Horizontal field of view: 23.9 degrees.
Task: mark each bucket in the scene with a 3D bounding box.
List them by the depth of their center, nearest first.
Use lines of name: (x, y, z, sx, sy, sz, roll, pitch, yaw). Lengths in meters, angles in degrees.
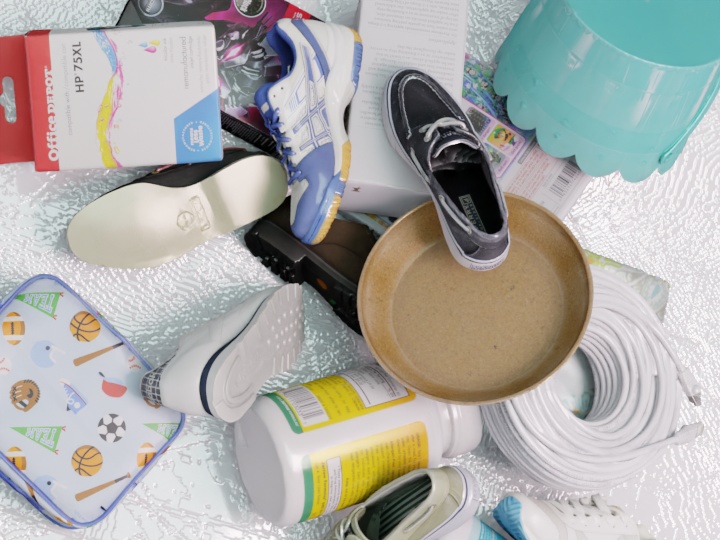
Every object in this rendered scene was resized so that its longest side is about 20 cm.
bucket: (0.235, -0.200, 1.553, 0.205, 0.135, 0.208, 12, 48, -13)

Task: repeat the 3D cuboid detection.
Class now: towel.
towel: (0.185, 0.059, 1.581, 0.199, 0.048, 0.173, 20, 76, -14)

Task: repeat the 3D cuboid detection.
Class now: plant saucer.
plant saucer: (0.097, 0.027, 1.436, 0.198, 0.036, 0.202, -4, 62, 8)

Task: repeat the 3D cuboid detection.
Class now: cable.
cable: (0.193, 0.094, 1.502, 0.199, 0.069, 0.201, -25, 91, -33)

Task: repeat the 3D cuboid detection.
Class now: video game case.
video game case: (0.104, -0.085, 1.564, 0.181, 0.024, 0.201, 34, 72, 10)

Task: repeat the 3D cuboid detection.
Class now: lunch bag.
lunch bag: (-0.257, 0.110, 1.418, 0.200, 0.076, 0.160, 45, 74, -7)

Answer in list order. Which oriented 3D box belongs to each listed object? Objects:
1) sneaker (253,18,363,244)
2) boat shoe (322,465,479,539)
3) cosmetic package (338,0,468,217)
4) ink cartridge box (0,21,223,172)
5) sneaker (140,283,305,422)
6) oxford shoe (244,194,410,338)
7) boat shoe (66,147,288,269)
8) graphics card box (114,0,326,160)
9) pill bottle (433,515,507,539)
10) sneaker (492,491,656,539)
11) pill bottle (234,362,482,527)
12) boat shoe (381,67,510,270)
sneaker: (-0.055, -0.122, 1.473, 0.087, 0.075, 0.202, 11, 70, -19)
boat shoe: (0.011, 0.219, 1.435, 0.062, 0.200, 0.072, 23, 36, -43)
cosmetic package: (0.038, -0.153, 1.533, 0.100, 0.071, 0.202, 8, 70, -4)
ink cartridge box: (-0.219, -0.147, 1.441, 0.198, 0.067, 0.117, -5, 102, -6)
sneaker: (-0.109, 0.061, 1.446, 0.200, 0.080, 0.077, -39, 125, -59)
oxford shoe: (0.000, 0.000, 1.505, 0.200, 0.073, 0.085, 39, 66, 5)
boat shoe: (-0.163, -0.054, 1.483, 0.200, 0.063, 0.074, -20, 108, -20)
graphics card box: (-0.119, -0.197, 1.524, 0.199, 0.051, 0.126, 28, 75, -11)
pill bottle: (0.122, 0.299, 1.489, 0.199, 0.111, 0.111, 37, 72, -9)
sneaker: (0.191, 0.231, 1.505, 0.200, 0.076, 0.081, 35, 93, -42)
pill bottle: (0.001, 0.142, 1.471, 0.199, 0.113, 0.114, -15, 86, -26)
boat shoe: (0.073, -0.098, 1.436, 0.071, 0.068, 0.201, -16, 65, -10)
